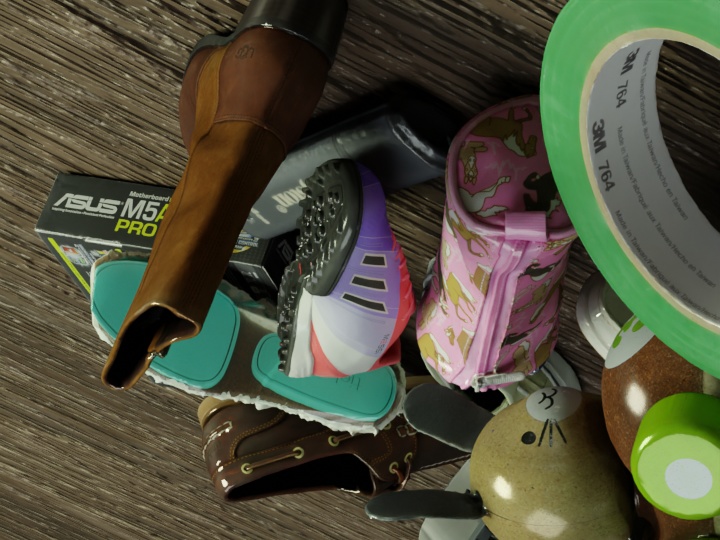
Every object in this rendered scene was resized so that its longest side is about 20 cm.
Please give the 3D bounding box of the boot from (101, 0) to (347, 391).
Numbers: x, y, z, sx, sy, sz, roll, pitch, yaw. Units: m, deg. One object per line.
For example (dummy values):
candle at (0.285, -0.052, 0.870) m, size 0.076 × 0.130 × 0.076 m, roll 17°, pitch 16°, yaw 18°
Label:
boot at (-0.076, -0.026, 1.219) m, size 0.068 × 0.201 × 0.188 m, roll 28°, pitch 155°, yaw -17°

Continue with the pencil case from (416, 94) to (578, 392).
pencil case at (0.074, -0.010, 1.261) m, size 0.087 × 0.082 × 0.200 m, roll 54°, pitch 162°, yaw 20°

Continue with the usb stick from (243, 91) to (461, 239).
usb stick at (-0.016, -0.054, 1.317) m, size 0.055 × 0.033 × 0.199 m, roll 32°, pitch 154°, yaw -25°

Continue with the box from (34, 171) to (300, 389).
box at (-0.090, 0.019, 1.514) m, size 0.159 × 0.045 × 0.200 m, roll 9°, pitch 153°, yaw 26°

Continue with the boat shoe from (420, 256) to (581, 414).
boat shoe at (0.076, 0.063, 1.448) m, size 0.071 × 0.062 × 0.200 m, roll 7°, pitch 153°, yaw 29°

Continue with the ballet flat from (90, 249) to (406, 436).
ballet flat at (-0.069, 0.047, 1.428) m, size 0.199 × 0.072 × 0.072 m, roll 23°, pitch 156°, yaw -5°

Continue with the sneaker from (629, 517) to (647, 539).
sneaker at (0.245, 0.180, 1.553) m, size 0.060 × 0.105 × 0.199 m, roll -36°, pitch 159°, yaw 34°

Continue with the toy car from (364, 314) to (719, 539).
toy car at (0.106, 0.084, 1.201) m, size 0.198 × 0.165 × 0.159 m, roll 0°, pitch 121°, yaw 18°

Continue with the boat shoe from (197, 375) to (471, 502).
boat shoe at (-0.001, 0.111, 1.509) m, size 0.198 × 0.071 × 0.071 m, roll -4°, pitch 140°, yaw -17°

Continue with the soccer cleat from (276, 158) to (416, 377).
soccer cleat at (0.000, 0.000, 1.312) m, size 0.073 × 0.069 × 0.200 m, roll 2°, pitch 152°, yaw -8°

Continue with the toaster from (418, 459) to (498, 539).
toaster at (0.118, 0.194, 1.585) m, size 0.199 × 0.114 × 0.129 m, roll 34°, pitch 180°, yaw -16°

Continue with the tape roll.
tape roll at (0.163, -0.045, 1.053) m, size 0.200 × 0.048 × 0.202 m, roll 37°, pitch 143°, yaw 34°

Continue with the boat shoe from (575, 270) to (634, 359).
boat shoe at (0.211, 0.044, 1.287) m, size 0.199 × 0.071 × 0.069 m, roll 25°, pitch 156°, yaw -2°
